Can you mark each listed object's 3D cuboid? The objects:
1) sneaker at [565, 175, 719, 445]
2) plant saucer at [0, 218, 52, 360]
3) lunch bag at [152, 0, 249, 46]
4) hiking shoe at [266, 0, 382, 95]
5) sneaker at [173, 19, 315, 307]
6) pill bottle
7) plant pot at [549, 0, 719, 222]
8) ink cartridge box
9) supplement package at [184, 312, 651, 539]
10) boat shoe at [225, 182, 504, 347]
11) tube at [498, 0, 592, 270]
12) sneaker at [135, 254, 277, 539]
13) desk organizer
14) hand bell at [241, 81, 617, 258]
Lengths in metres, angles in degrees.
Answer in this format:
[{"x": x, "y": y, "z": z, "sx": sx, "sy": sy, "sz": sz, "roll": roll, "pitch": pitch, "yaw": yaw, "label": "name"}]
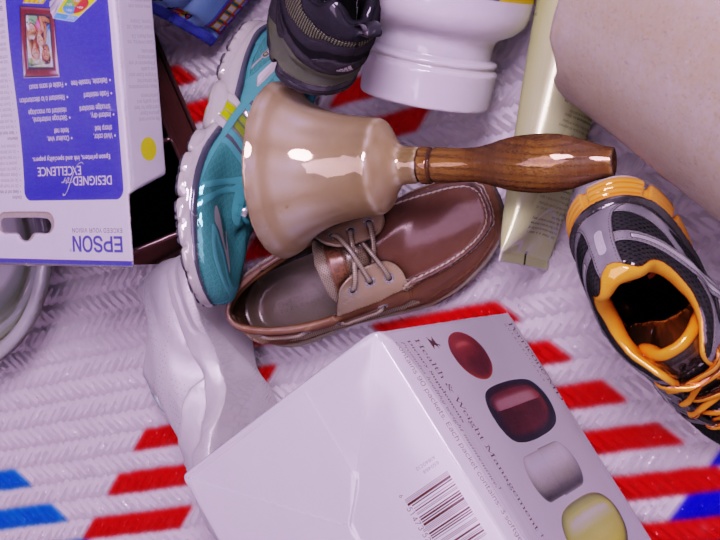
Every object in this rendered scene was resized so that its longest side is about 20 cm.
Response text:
[{"x": 0.178, "y": 0.043, "z": 0.681, "sx": 0.078, "sy": 0.077, "sz": 0.200, "roll": -37, "pitch": 109, "yaw": 26, "label": "sneaker"}, {"x": -0.301, "y": -0.024, "z": 0.954, "sx": 0.199, "sy": 0.050, "sz": 0.202, "roll": 3, "pitch": 97, "yaw": 26, "label": "plant saucer"}, {"x": -0.127, "y": -0.282, "z": 0.856, "sx": 0.151, "sy": 0.094, "sz": 0.200, "roll": -46, "pitch": 63, "yaw": 15, "label": "lunch bag"}, {"x": -0.024, "y": -0.206, "z": 0.701, "sx": 0.101, "sy": 0.075, "sz": 0.201, "roll": -30, "pitch": 74, "yaw": 60, "label": "hiking shoe"}, {"x": -0.065, "y": -0.072, "z": 0.809, "sx": 0.079, "sy": 0.078, "sz": 0.201, "roll": 12, "pitch": 74, "yaw": 14, "label": "sneaker"}, {"x": 0.055, "y": -0.200, "z": 0.743, "sx": 0.111, "sy": 0.111, "sz": 0.201, "roll": 17, "pitch": 108, "yaw": 24, "label": "pill bottle"}, {"x": 0.206, "y": -0.108, "z": 0.648, "sx": 0.183, "sy": 0.200, "sz": 0.201, "roll": 37, "pitch": 106, "yaw": 31, "label": "plant pot"}, {"x": -0.211, "y": -0.106, "z": 0.828, "sx": 0.197, "sy": 0.047, "sz": 0.202, "roll": 2, "pitch": 100, "yaw": 35, "label": "ink cartridge box"}, {"x": 0.046, "y": 0.144, "z": 0.712, "sx": 0.147, "sy": 0.200, "sz": 0.192, "roll": -37, "pitch": 77, "yaw": 21, "label": "supplement package"}, {"x": 0.000, "y": 0.000, "z": 0.801, "sx": 0.199, "sy": 0.072, "sz": 0.076, "roll": -29, "pitch": 79, "yaw": 23, "label": "boat shoe"}, {"x": 0.115, "y": -0.101, "z": 0.746, "sx": 0.058, "sy": 0.052, "sz": 0.201, "roll": 10, "pitch": 93, "yaw": -19, "label": "tube"}, {"x": -0.110, "y": 0.091, "z": 0.867, "sx": 0.088, "sy": 0.075, "sz": 0.201, "roll": -19, "pitch": 77, "yaw": 37, "label": "sneaker"}, {"x": -0.169, "y": -0.105, "z": 0.877, "sx": 0.071, "sy": 0.077, "sz": 0.201, "roll": -29, "pitch": 79, "yaw": 23, "label": "desk organizer"}, {"x": 0.044, "y": -0.060, "z": 0.711, "sx": 0.199, "sy": 0.104, "sz": 0.105, "roll": 0, "pitch": 91, "yaw": 23, "label": "hand bell"}]
